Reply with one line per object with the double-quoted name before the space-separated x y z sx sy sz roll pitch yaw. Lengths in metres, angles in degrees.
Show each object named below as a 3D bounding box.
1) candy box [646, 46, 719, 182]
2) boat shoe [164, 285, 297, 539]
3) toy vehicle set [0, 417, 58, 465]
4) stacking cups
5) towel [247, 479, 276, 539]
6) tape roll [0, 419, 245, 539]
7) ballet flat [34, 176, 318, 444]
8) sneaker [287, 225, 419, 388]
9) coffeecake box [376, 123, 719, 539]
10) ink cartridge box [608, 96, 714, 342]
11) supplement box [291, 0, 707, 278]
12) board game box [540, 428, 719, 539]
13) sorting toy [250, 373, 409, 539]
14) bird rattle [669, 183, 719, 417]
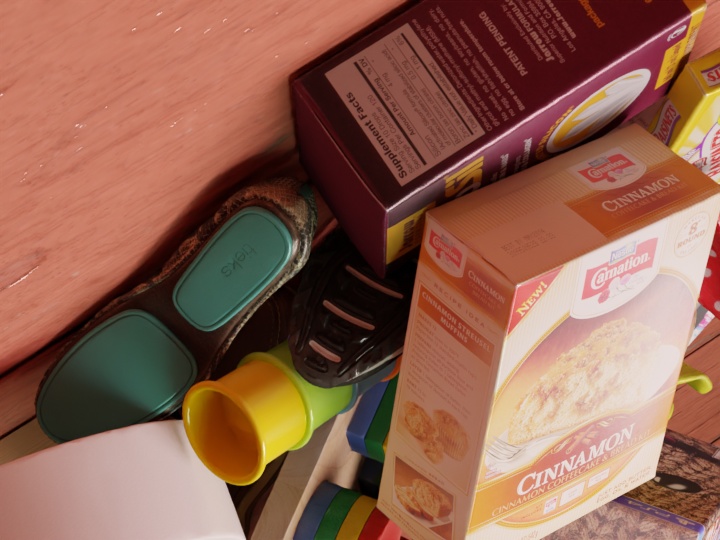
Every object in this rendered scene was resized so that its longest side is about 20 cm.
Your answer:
"candy box" 0.202 -0.086 1.553 0.102 0.027 0.200 -24 165 -15
"boat shoe" -0.087 0.101 1.641 0.067 0.072 0.201 14 105 -39
"toy vehicle set" -0.187 0.132 1.676 0.124 0.027 0.200 -32 164 -16
"stacking cups" -0.010 0.050 1.537 0.200 0.061 0.061 -30 165 -43
"towel" -0.031 0.141 1.778 0.191 0.032 0.201 -56 169 -45
"tape roll" -0.166 0.152 1.534 0.201 0.071 0.203 -21 168 -5
"ballet flat" -0.091 0.022 1.500 0.200 0.068 0.075 -43 -177 23
"sneaker" 0.027 -0.008 1.516 0.201 0.074 0.080 -54 167 -32
"coffeecake box" 0.098 0.042 1.477 0.153 0.073 0.201 -23 137 -35
"ink cartridge box" 0.169 -0.023 1.730 0.200 0.086 0.147 -51 138 8
"supplement box" 0.069 -0.096 1.440 0.199 0.086 0.110 -33 165 -10
"board game box" 0.137 0.154 1.712 0.200 0.158 0.098 -29 136 -71
"sorting toy" 0.005 0.139 1.655 0.200 0.069 0.200 78 33 -67
"bird rattle" 0.143 0.024 1.590 0.201 0.162 0.113 108 3 -51
